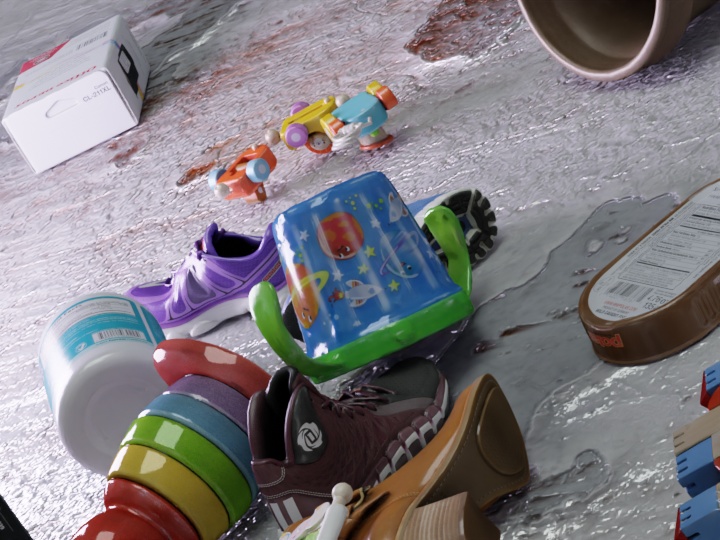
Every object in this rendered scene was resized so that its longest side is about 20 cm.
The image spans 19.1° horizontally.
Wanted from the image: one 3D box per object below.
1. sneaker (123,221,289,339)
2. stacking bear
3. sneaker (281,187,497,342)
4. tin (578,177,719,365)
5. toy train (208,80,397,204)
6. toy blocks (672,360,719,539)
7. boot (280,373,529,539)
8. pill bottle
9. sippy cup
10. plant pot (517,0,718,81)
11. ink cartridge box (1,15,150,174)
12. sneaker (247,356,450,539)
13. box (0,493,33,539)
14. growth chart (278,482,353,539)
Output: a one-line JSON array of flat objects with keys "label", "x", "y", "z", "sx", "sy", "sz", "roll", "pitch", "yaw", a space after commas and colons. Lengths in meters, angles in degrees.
[{"label": "sneaker", "x": -0.132, "y": 0.000, "z": 1.894, "sx": 0.199, "sy": 0.084, "sz": 0.081, "roll": -18, "pitch": 25, "yaw": 28}, {"label": "stacking bear", "x": -0.139, "y": 0.160, "z": 1.549, "sx": 0.114, "sy": 0.122, "sz": 0.200, "roll": -10, "pitch": 38, "yaw": 53}, {"label": "sneaker", "x": 0.016, "y": 0.001, "z": 1.744, "sx": 0.200, "sy": 0.079, "sz": 0.089, "roll": -31, "pitch": 14, "yaw": -24}, {"label": "tin", "x": 0.241, "y": -0.007, "z": 1.525, "sx": 0.200, "sy": 0.042, "sz": 0.112, "roll": -39, "pitch": 28, "yaw": -20}, {"label": "toy train", "x": -0.046, "y": -0.114, "z": 2.072, "sx": 0.199, "sy": 0.056, "sz": 0.150, "roll": -14, "pitch": 29, "yaw": 40}, {"label": "toy blocks", "x": 0.244, "y": 0.098, "z": 1.251, "sx": 0.136, "sy": 0.100, "sz": 0.200, "roll": -33, "pitch": 21, "yaw": 21}, {"label": "boot", "x": 0.024, "y": 0.151, "z": 1.412, "sx": 0.154, "sy": 0.074, "sz": 0.200, "roll": -23, "pitch": 21, "yaw": 26}, {"label": "pill bottle", "x": -0.207, "y": 0.085, "z": 1.770, "sx": 0.111, "sy": 0.111, "sz": 0.200, "roll": -31, "pitch": 22, "yaw": -3}, {"label": "sippy cup", "x": 0.000, "y": 0.000, "z": 1.622, "sx": 0.139, "sy": 0.131, "sz": 0.178, "roll": -24, "pitch": -1, "yaw": 16}, {"label": "plant pot", "x": 0.259, "y": -0.287, "z": 1.930, "sx": 0.174, "sy": 0.201, "sz": 0.200, "roll": -22, "pitch": 15, "yaw": -34}, {"label": "ink cartridge box", "x": -0.340, "y": -0.213, "z": 2.585, "sx": 0.145, "sy": 0.083, "sz": 0.200, "roll": -25, "pitch": 23, "yaw": 11}, {"label": "sneaker", "x": -0.012, "y": 0.097, "z": 1.505, "sx": 0.075, "sy": 0.116, "sz": 0.200, "roll": -10, "pitch": 30, "yaw": 39}, {"label": "box", "x": -0.319, "y": 0.196, "z": 1.564, "sx": 0.124, "sy": 0.149, "sz": 0.200, "roll": -35, "pitch": 5, "yaw": -15}, {"label": "growth chart", "x": -0.078, "y": 0.224, "z": 1.355, "sx": 0.200, "sy": 0.018, "sz": 0.145, "roll": -42, "pitch": 18, "yaw": 34}]
